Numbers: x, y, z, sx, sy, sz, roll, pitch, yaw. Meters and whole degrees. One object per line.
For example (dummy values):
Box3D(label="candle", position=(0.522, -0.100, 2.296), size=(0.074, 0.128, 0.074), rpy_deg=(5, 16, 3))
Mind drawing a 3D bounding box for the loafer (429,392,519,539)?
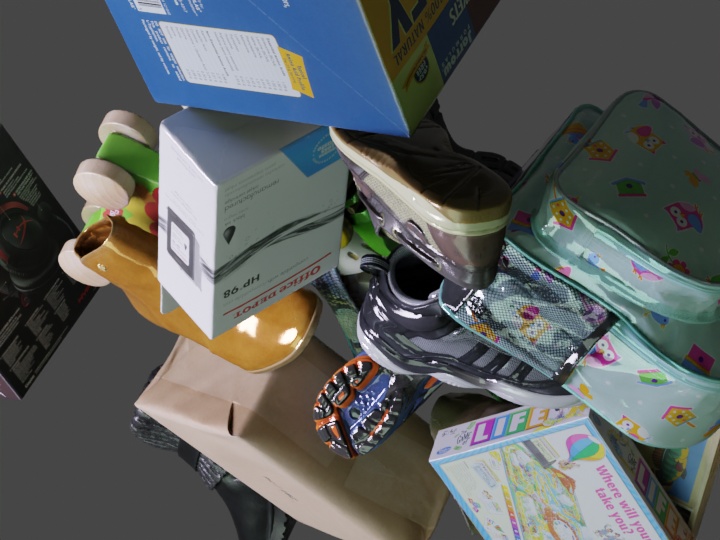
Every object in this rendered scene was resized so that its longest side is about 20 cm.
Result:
Box3D(label="loafer", position=(0.099, 0.149, 1.650), size=(0.067, 0.076, 0.201), rpy_deg=(34, 156, 28))

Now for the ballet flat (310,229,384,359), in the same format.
Box3D(label="ballet flat", position=(0.000, 0.000, 1.593), size=(0.074, 0.075, 0.201), rpy_deg=(6, 144, 36))

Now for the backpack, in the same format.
Box3D(label="backpack", position=(0.176, 0.002, 1.318), size=(0.200, 0.176, 0.153), rpy_deg=(42, 133, 0))

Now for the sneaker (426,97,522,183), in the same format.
Box3D(label="sneaker", position=(0.031, -0.074, 1.451), size=(0.200, 0.076, 0.091), rpy_deg=(44, 151, -15))

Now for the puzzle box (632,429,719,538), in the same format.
Box3D(label="puzzle box", position=(0.199, 0.102, 1.531), size=(0.132, 0.025, 0.201), rpy_deg=(26, 134, 20))

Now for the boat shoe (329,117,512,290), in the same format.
Box3D(label="boat shoe", position=(0.029, -0.046, 1.277), size=(0.200, 0.073, 0.065), rpy_deg=(-131, 40, -62))

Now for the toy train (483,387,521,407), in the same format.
Box3D(label="toy train", position=(0.135, 0.105, 1.634), size=(0.200, 0.042, 0.056), rpy_deg=(44, 157, -17))

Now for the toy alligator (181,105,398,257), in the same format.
Box3D(label="toy alligator", position=(-0.043, -0.080, 1.517), size=(0.199, 0.059, 0.054), rpy_deg=(38, 145, -8))

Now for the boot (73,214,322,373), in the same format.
Box3D(label="boot", position=(-0.129, 0.012, 1.587), size=(0.144, 0.071, 0.201), rpy_deg=(34, 163, -28))

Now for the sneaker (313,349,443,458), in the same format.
Box3D(label="sneaker", position=(0.046, 0.052, 1.562), size=(0.200, 0.078, 0.075), rpy_deg=(-42, 84, 21))

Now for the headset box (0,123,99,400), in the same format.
Box3D(label="headset box", position=(-0.317, -0.015, 1.764), size=(0.075, 0.149, 0.201), rpy_deg=(2, 138, 39))

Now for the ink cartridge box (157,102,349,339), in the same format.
Box3D(label="ink cartridge box", position=(-0.072, -0.036, 1.429), size=(0.067, 0.115, 0.201), rpy_deg=(45, 151, 27))

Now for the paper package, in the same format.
Box3D(label="paper package", position=(-0.049, 0.128, 1.706), size=(0.200, 0.104, 0.190), rpy_deg=(38, 164, -28))

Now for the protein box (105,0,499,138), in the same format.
Box3D(label="protein box", position=(-0.049, -0.205, 1.279), size=(0.199, 0.135, 0.199), rpy_deg=(10, 142, 32))

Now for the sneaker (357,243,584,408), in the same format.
Box3D(label="sneaker", position=(0.091, 0.031, 1.441), size=(0.198, 0.076, 0.114), rpy_deg=(9, 151, 10))

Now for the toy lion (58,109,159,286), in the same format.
Box3D(label="toy lion", position=(-0.131, -0.031, 1.671), size=(0.190, 0.069, 0.200), rpy_deg=(24, 148, -1))

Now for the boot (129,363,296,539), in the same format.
Box3D(label="boot", position=(-0.127, 0.178, 1.921), size=(0.157, 0.080, 0.212), rpy_deg=(18, 135, 10))

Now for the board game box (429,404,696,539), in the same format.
Box3D(label="board game box", position=(0.157, 0.181, 1.548), size=(0.134, 0.034, 0.201), rpy_deg=(-18, 121, 30))
